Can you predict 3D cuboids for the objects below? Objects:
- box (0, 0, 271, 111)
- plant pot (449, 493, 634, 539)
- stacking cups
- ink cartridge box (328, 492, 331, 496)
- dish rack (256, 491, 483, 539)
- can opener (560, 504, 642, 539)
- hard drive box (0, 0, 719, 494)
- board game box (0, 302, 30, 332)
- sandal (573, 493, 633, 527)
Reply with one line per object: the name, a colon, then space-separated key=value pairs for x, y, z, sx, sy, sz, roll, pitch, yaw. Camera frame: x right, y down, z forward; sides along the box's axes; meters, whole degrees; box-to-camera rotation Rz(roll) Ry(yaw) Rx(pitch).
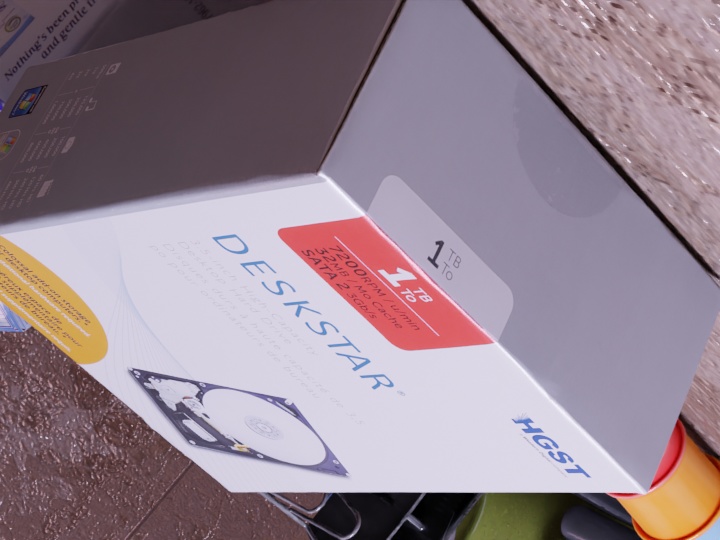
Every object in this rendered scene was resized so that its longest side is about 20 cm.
box: x=-0.102 y=-0.088 z=0.883 sx=0.200 sy=0.105 sz=0.184 roll=37 pitch=173 yaw=45
plant pot: x=0.092 y=0.182 z=1.244 sx=0.200 sy=0.188 sz=0.187 roll=41 pitch=176 yaw=-38
stacking cups: x=0.155 y=0.117 z=0.986 sx=0.200 sy=0.061 sz=0.060 roll=46 pitch=173 yaw=-33
ink cartridge box: x=0.047 y=0.137 z=1.497 sx=0.085 sy=0.145 sz=0.200 roll=40 pitch=175 yaw=4
dish rack: x=-0.012 y=0.024 z=0.831 sx=0.200 sy=0.154 sz=0.054 roll=43 pitch=172 yaw=-40
can opener: x=0.189 y=0.188 z=1.115 sx=0.199 sy=0.054 sz=0.067 roll=25 pitch=174 yaw=37
hard drive box: x=-0.014 y=-0.003 z=0.665 sx=0.199 sy=0.077 sz=0.156 roll=-8 pitch=138 yaw=48
board game box: x=-0.135 y=-0.026 z=1.086 sx=0.200 sy=0.199 sz=0.062 roll=36 pitch=158 yaw=47
sandal: x=0.143 y=0.108 z=1.130 sx=0.199 sy=0.048 sz=0.075 roll=29 pitch=176 yaw=-7
